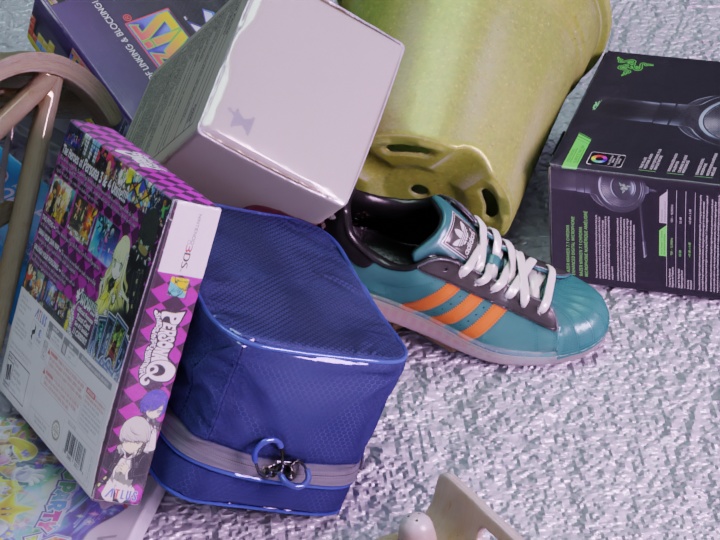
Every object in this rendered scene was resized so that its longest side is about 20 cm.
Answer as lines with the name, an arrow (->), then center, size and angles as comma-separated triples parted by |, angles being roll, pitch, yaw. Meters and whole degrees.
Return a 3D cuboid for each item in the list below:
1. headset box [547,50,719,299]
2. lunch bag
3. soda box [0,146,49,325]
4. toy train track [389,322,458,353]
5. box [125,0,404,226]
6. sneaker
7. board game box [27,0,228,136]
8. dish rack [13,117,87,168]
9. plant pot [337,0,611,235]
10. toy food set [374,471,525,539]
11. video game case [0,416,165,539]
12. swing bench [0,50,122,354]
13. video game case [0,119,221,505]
headset box -> 0.230, -0.065, 1.753 | 0.200, 0.093, 0.174 | 7, 34, 18
lunch bag -> -0.067, 0.063, 1.544 | 0.136, 0.133, 0.200 | 10, 27, -26
soda box -> -0.234, -0.020, 1.750 | 0.064, 0.068, 0.200 | -22, 37, -26
toy train track -> 0.000, 0.000, 1.729 | 0.115, 0.033, 0.200 | -28, 39, -33
box -> -0.075, -0.088, 1.678 | 0.109, 0.200, 0.128 | 28, 65, -16
sneaker -> 0.066, 0.001, 1.641 | 0.200, 0.080, 0.071 | 15, 54, -1
board game box -> -0.117, -0.139, 1.857 | 0.165, 0.057, 0.200 | -24, 65, -32
dish rack -> -0.290, -0.130, 1.882 | 0.200, 0.172, 0.044 | 23, 85, 36
plant pot -> 0.059, -0.118, 1.769 | 0.200, 0.201, 0.185 | 6, 54, 14
toy food set -> 0.002, 0.183, 1.417 | 0.200, 0.061, 0.143 | -21, 36, -24
video game case -> -0.222, 0.136, 1.553 | 0.199, 0.018, 0.143 | 5, 33, 13
swing bench -> -0.296, -0.066, 1.673 | 0.199, 0.130, 0.200 | 5, 61, 38
video game case -> -0.153, 0.020, 1.535 | 0.036, 0.182, 0.200 | 11, 11, -26
